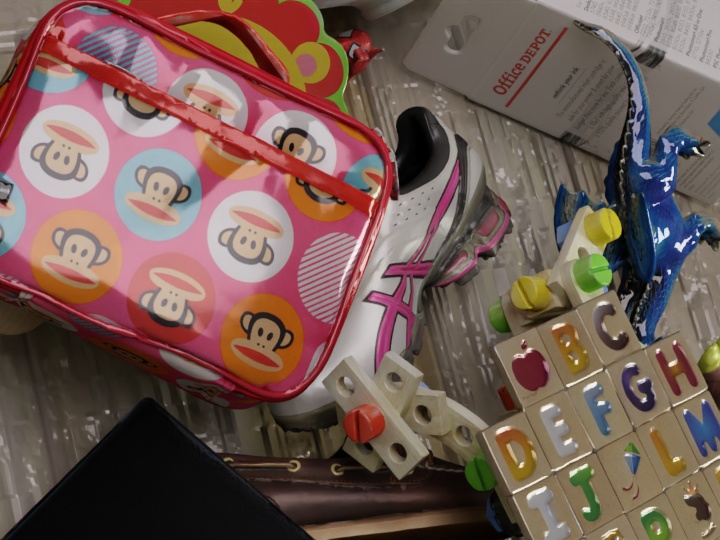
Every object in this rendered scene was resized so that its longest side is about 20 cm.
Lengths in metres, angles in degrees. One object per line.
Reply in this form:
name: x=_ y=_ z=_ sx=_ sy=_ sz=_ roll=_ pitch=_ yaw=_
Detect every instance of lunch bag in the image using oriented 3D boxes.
lunch bag: x=-0.088 y=-0.042 z=1.323 sx=0.200 sy=0.082 sz=0.176 roll=25 pitch=77 yaw=-15

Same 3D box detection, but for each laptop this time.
laptop: x=-0.087 y=0.204 z=1.312 sx=0.187 sy=0.116 sz=0.200 roll=-45 pitch=114 yaw=-11

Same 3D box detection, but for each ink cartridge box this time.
ink cartridge box: x=0.137 y=-0.124 z=1.516 sx=0.200 sy=0.116 sz=0.068 roll=23 pitch=60 yaw=-8

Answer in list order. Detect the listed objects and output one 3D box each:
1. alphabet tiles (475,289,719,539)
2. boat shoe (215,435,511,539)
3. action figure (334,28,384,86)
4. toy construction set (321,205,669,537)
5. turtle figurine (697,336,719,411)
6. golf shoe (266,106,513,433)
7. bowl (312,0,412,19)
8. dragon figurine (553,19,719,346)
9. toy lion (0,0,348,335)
alphabet tiles: x=0.137 y=0.112 z=1.320 sx=0.166 sy=0.006 sz=0.200 roll=-22 pitch=85 yaw=-45
boat shoe: x=0.002 y=0.112 z=1.383 sx=0.200 sy=0.070 sz=0.070 roll=-3 pitch=71 yaw=-20
action figure: x=-0.070 y=-0.104 z=1.449 sx=0.200 sy=0.099 sz=0.065 roll=-21 pitch=75 yaw=-29
toy construction set: x=0.081 y=0.057 z=1.360 sx=0.200 sy=0.092 sz=0.131 roll=-26 pitch=92 yaw=-37
turtle figurine: x=0.239 y=0.108 z=1.468 sx=0.161 sy=0.064 sz=0.200 roll=40 pitch=81 yaw=12
golf shoe: x=0.000 y=0.000 z=1.419 sx=0.092 sy=0.073 sz=0.200 roll=57 pitch=48 yaw=-26
bowl: x=0.018 y=-0.200 z=1.484 sx=0.201 sy=0.201 sz=0.090 roll=-42 pitch=104 yaw=-30
dragon figurine: x=0.143 y=-0.028 z=1.453 sx=0.099 sy=0.059 sz=0.200 roll=-44 pitch=128 yaw=-42
toy lion: x=-0.105 y=-0.064 z=1.383 sx=0.200 sy=0.069 sz=0.192 roll=1 pitch=94 yaw=-16
